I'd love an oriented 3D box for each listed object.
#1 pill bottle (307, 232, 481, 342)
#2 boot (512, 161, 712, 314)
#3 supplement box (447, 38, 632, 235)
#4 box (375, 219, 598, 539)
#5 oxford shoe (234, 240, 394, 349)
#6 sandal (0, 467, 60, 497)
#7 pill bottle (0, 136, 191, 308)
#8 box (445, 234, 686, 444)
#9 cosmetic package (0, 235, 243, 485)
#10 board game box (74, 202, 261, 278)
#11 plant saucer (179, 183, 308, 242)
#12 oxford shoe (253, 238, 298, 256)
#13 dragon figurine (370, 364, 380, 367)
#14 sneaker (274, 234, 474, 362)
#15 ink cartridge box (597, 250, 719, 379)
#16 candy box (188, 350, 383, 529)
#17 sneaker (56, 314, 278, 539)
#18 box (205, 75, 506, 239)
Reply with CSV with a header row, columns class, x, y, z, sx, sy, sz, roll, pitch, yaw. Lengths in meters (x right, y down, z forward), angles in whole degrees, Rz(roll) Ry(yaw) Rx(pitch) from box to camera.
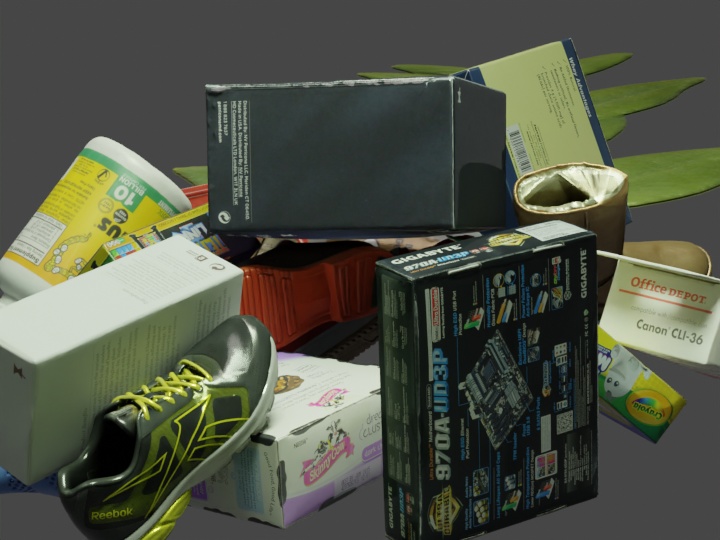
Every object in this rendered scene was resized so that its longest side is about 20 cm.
class,x,y,z,sx,sy,sz,roll,pitch,yaw
pill bottle,0.058,0.013,1.791,0.199,0.115,0.114,10,19,21
boot,0.227,-0.028,1.800,0.175,0.066,0.200,-13,-29,1
supplement box,0.137,-0.101,1.989,0.134,0.201,0.200,-17,4,37
box,0.089,0.078,1.389,0.159,0.201,0.046,-14,21,-31
oxford shoe,-0.070,0.018,1.616,0.200,0.071,0.073,-10,21,-27
sandal,-0.242,0.141,1.489,0.087,0.080,0.200,-30,23,-37
pill bottle,-0.246,-0.007,1.781,0.200,0.113,0.113,-54,33,-11
box,0.146,0.048,1.549,0.048,0.200,0.117,-51,26,-5
cosmetic package,-0.177,0.059,1.424,0.071,0.102,0.200,28,34,31
board game box,-0.193,0.040,1.645,0.200,0.057,0.165,-47,-13,33
plant saucer,-0.124,-0.012,1.881,0.199,0.037,0.200,-14,52,-34
oxford shoe,-0.092,0.033,1.776,0.075,0.070,0.200,29,50,-12
dragon figurine,0.095,0.076,1.665,0.200,0.100,0.059,11,6,-27
sneaker,0.000,0.000,1.714,0.200,0.113,0.071,-33,-19,7
ink cartridge box,0.268,0.044,1.581,0.200,0.068,0.116,20,-4,-41
candy box,-0.081,0.118,1.526,0.200,0.072,0.168,8,18,38
sneaker,-0.129,0.105,1.390,0.074,0.085,0.200,16,63,40
box,0.002,-0.086,1.615,0.198,0.124,0.200,-2,1,16
